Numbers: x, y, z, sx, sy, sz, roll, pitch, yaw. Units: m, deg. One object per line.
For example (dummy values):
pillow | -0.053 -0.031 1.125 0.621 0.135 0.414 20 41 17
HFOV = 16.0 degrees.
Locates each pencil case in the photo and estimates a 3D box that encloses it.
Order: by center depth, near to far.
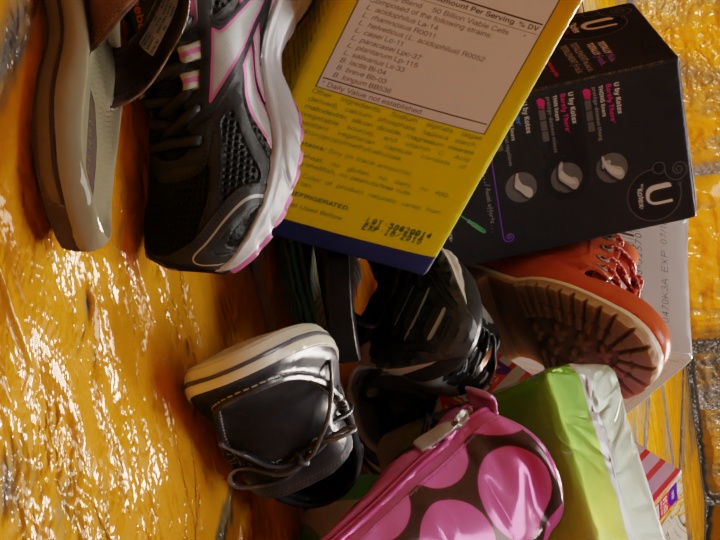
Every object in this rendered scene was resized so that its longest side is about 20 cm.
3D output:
pencil case | 0.019 0.148 1.308 0.200 0.091 0.094 -43 137 -41

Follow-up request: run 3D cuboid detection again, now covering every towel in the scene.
towel | -0.028 -0.044 1.460 0.147 0.022 0.201 -75 158 -55

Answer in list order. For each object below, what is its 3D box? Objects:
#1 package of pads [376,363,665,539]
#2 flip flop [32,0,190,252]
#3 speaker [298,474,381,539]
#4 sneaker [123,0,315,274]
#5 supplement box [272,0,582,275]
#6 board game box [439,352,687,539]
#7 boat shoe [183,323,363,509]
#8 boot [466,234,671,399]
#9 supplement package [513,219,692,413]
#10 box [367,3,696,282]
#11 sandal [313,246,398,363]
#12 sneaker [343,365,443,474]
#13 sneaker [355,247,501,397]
package of pads | 0.097 0.165 1.431 0.068 0.154 0.201 -8 79 -43
flip flop | -0.099 -0.104 1.056 0.081 0.057 0.201 59 29 -64
speaker | 0.006 0.217 1.384 0.088 0.088 0.201 58 30 -65
sneaker | -0.078 -0.096 1.164 0.086 0.080 0.201 28 59 -44
supplement box | 0.019 -0.114 1.249 0.110 0.109 0.200 -94 -154 -47
board game box | 0.129 0.147 1.560 0.046 0.151 0.200 -45 149 -20
boat shoe | -0.036 0.074 1.249 0.200 0.074 0.062 64 4 -72
boot | 0.136 0.013 1.510 0.200 0.107 0.075 22 -44 59
supplement package | 0.126 0.038 1.718 0.200 0.117 0.117 132 -35 -55
box | 0.089 -0.078 1.540 0.122 0.199 0.106 -109 -172 -66
sandal | 0.000 0.000 1.358 0.200 0.045 0.075 -103 -176 -73
sneaker | 0.034 0.053 1.605 0.109 0.070 0.201 68 24 -59
sneaker | 0.047 0.034 1.410 0.074 0.079 0.200 -63 -175 -4
